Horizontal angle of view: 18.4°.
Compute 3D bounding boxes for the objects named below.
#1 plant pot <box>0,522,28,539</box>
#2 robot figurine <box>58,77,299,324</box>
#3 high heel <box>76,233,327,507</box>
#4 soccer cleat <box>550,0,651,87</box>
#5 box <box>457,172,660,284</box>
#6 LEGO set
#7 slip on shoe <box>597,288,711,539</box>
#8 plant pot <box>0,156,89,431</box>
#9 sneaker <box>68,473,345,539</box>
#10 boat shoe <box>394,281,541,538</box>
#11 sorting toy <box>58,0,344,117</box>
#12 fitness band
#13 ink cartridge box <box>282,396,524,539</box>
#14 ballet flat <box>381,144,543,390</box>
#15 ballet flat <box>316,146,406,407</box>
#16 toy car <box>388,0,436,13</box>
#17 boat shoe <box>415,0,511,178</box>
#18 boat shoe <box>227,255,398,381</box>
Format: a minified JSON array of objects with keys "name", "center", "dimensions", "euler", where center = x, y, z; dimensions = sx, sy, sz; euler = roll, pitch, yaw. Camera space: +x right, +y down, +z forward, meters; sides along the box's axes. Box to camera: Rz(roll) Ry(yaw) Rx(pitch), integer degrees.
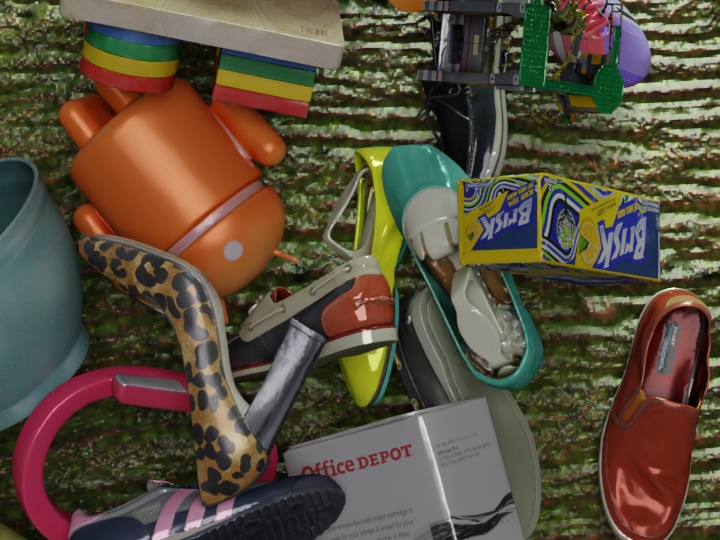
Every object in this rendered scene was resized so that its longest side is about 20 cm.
[{"name":"plant pot","center":[-0.247,0.275,1.580],"dimensions":[0.183,0.200,0.201],"euler":[25,84,-12]},{"name":"robot figurine","center":[-0.134,-0.061,1.638],"dimensions":[0.144,0.117,0.200],"euler":[-39,90,-22]},{"name":"high heel","center":[-0.139,0.066,1.549],"dimensions":[0.199,0.071,0.143],"euler":[27,86,14]},{"name":"soccer cleat","center":[0.151,-0.222,1.690],"dimensions":[0.067,0.076,0.200],"euler":[-37,88,-6]},{"name":"box","center":[0.148,-0.028,1.614],"dimensions":[0.070,0.200,0.065],"euler":[-3,85,32]},{"name":"LEGO set","center":[0.114,-0.204,1.615],"dimensions":[0.153,0.115,0.201],"euler":[-10,103,-46]},{"name":"slip on shoe","center":[0.225,0.111,1.677],"dimensions":[0.074,0.061,0.201],"euler":[13,86,-4]},{"name":"plant pot","center":[-0.278,0.033,1.598],"dimensions":[0.200,0.200,0.134],"euler":[-37,116,-6]},{"name":"sneaker","center":[-0.112,0.171,1.573],"dimensions":[0.199,0.070,0.082],"euler":[-16,47,-18]},{"name":"boat shoe","center":[0.077,0.110,1.669],"dimensions":[0.071,0.060,0.202],"euler":[-17,88,-37]},{"name":"sorting toy","center":[-0.118,-0.174,1.616],"dimensions":[0.197,0.200,0.070],"euler":[11,109,-7]},{"name":"fitness band","center":[-0.155,0.142,1.612],"dimensions":[0.199,0.037,0.144],"euler":[13,110,-31]},{"name":"ink cartridge box","center":[0.042,0.205,1.609],"dimensions":[0.084,0.144,0.201],"euler":[-11,85,-48]},{"name":"ballet flat","center":[0.075,-0.003,1.611],"dimensions":[0.067,0.070,0.201],"euler":[-27,93,12]},{"name":"ballet flat","center":[0.000,0.000,1.662],"dimensions":[0.067,0.067,0.201],"euler":[17,75,-18]},{"name":"toy car","center":[0.002,-0.284,1.642],"dimensions":[0.176,0.184,0.201],"euler":[-15,98,-5]},{"name":"boat shoe","center":[0.074,-0.133,1.676],"dimensions":[0.062,0.075,0.201],"euler":[8,78,-22]},{"name":"boat shoe","center":[-0.048,0.041,1.612],"dimensions":[0.071,0.200,0.063],"euler":[-7,82,-41]}]
